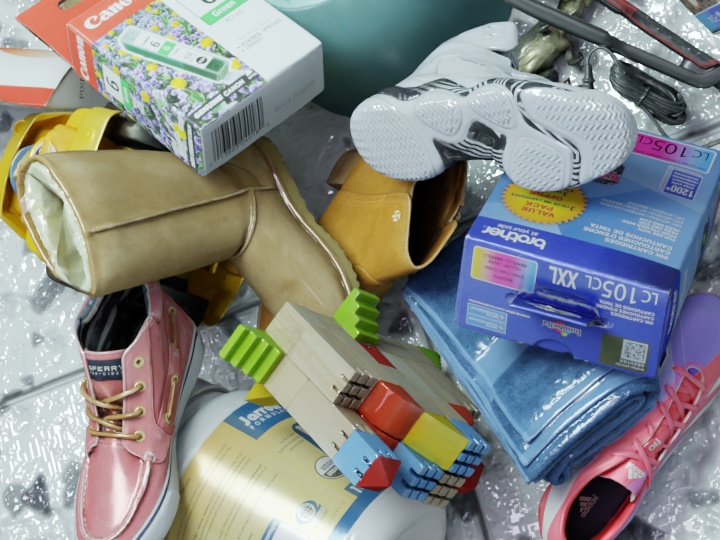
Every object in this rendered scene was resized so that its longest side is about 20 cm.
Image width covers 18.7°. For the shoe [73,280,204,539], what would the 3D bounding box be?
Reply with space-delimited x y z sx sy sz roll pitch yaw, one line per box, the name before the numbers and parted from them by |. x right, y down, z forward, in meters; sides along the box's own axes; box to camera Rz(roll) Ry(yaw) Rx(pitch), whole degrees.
shoe | -0.157 0.092 1.418 0.071 0.091 0.200 -4 52 22

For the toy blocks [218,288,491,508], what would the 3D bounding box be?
toy blocks | 0.021 0.094 1.406 0.137 0.200 0.100 45 104 35

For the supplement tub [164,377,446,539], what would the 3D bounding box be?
supplement tub | -0.058 0.170 1.483 0.200 0.145 0.145 27 91 23

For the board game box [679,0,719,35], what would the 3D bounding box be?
board game box | 0.225 -0.282 1.424 0.159 0.097 0.200 -44 92 0

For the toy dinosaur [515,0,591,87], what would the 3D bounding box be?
toy dinosaur | 0.107 -0.125 1.514 0.200 0.047 0.088 -44 32 11

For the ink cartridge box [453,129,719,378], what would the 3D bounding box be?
ink cartridge box | 0.145 -0.012 1.396 0.136 0.200 0.076 15 130 14

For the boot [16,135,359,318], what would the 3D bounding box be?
boot | -0.109 -0.006 1.416 0.066 0.200 0.175 -44 70 36

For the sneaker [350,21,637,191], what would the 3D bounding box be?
sneaker | 0.099 -0.110 1.395 0.200 0.115 0.075 2 124 36

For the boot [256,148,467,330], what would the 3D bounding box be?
boot | 0.001 0.000 1.494 0.144 0.071 0.201 5 74 64

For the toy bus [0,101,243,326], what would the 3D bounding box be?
toy bus | -0.191 -0.057 1.555 0.192 0.200 0.136 22 90 33

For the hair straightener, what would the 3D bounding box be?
hair straightener | 0.175 -0.138 1.466 0.200 0.041 0.077 32 95 -4

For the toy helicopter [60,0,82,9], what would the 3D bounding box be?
toy helicopter | -0.137 -0.174 1.559 0.200 0.132 0.079 49 135 51

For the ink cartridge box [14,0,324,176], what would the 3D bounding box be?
ink cartridge box | -0.131 -0.158 1.451 0.109 0.050 0.200 -38 60 -25

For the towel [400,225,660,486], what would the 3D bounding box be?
towel | 0.111 0.043 1.450 0.112 0.049 0.200 -42 44 9

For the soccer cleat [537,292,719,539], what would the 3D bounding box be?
soccer cleat | 0.185 0.106 1.426 0.067 0.076 0.200 33 99 -13

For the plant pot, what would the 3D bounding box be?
plant pot | -0.012 -0.220 1.524 0.200 0.161 0.201 -4 79 22

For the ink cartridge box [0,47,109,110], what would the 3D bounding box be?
ink cartridge box | -0.280 -0.145 1.597 0.162 0.200 0.050 6 91 22
